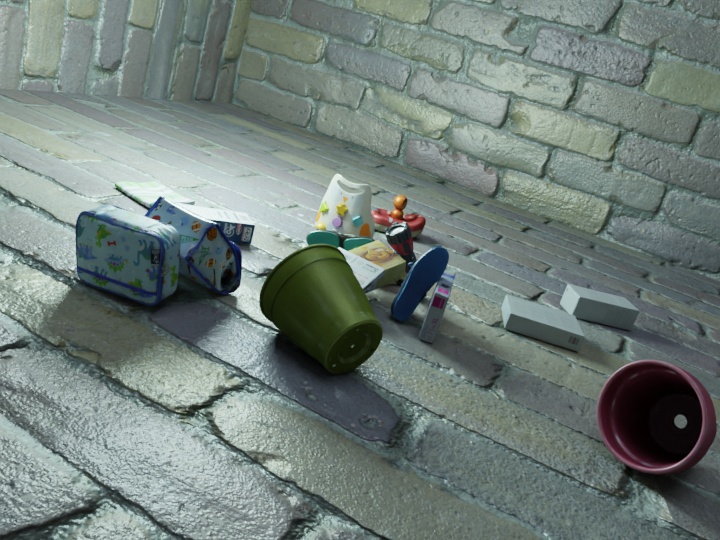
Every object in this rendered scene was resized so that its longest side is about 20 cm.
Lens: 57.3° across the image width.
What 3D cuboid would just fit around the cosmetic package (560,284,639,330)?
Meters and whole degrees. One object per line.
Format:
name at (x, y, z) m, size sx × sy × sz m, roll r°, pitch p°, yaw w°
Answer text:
cosmetic package at (0.721, 0.111, 1.993) m, size 0.199 × 0.072 × 0.102 m, roll 14°, pitch 19°, yaw -9°

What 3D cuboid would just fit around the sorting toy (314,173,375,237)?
sorting toy at (-0.046, -0.198, 2.050) m, size 0.199 × 0.181 × 0.107 m, roll 21°, pitch 19°, yaw 15°

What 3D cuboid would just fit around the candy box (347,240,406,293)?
candy box at (0.000, 0.000, 1.621) m, size 0.199 × 0.056 × 0.115 m, roll -22°, pitch 43°, yaw -32°

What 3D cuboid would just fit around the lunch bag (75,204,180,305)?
lunch bag at (-0.446, -0.027, 1.265) m, size 0.199 × 0.161 × 0.082 m, roll 19°, pitch 24°, yaw 13°

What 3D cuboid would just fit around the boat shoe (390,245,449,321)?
boat shoe at (0.128, 0.022, 1.551) m, size 0.084 × 0.200 × 0.069 m, roll 39°, pitch 4°, yaw -12°

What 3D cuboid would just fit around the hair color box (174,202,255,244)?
hair color box at (-0.388, -0.121, 1.730) m, size 0.199 × 0.061 × 0.100 m, roll 6°, pitch 22°, yaw -27°

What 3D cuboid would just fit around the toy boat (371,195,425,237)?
toy boat at (0.130, -0.195, 2.266) m, size 0.199 × 0.131 × 0.131 m, roll 14°, pitch 19°, yaw -8°

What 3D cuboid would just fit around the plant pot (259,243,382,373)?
plant pot at (-0.060, 0.086, 1.258) m, size 0.200 × 0.201 × 0.193 m, roll -1°, pitch 37°, yaw -42°

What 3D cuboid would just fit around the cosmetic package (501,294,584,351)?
cosmetic package at (0.479, 0.136, 1.750) m, size 0.199 × 0.052 × 0.151 m, roll 18°, pitch 21°, yaw 4°

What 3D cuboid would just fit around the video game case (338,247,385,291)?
video game case at (-0.058, 0.027, 1.519) m, size 0.143 × 0.018 × 0.200 m, roll 26°, pitch 47°, yaw 29°

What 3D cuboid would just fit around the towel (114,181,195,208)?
towel at (-0.586, -0.218, 1.885) m, size 0.200 × 0.031 × 0.149 m, roll 29°, pitch 21°, yaw 32°

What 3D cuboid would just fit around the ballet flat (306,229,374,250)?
ballet flat at (-0.054, -0.073, 1.869) m, size 0.199 × 0.068 × 0.068 m, roll 9°, pitch 1°, yaw 3°

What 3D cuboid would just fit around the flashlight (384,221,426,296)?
flashlight at (0.121, -0.026, 1.697) m, size 0.068 × 0.201 × 0.068 m, roll -2°, pitch 36°, yaw 30°

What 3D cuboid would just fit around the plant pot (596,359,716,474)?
plant pot at (0.573, 0.281, 1.237) m, size 0.179 × 0.201 × 0.200 m, roll 21°, pitch 11°, yaw -43°

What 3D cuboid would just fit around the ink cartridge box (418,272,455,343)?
ink cartridge box at (0.182, 0.079, 1.552) m, size 0.042 × 0.120 × 0.200 m, roll 20°, pitch 19°, yaw 8°

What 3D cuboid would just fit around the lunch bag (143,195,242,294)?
lunch bag at (-0.350, -0.043, 1.393) m, size 0.170 × 0.124 × 0.200 m, roll 26°, pitch -22°, yaw 27°

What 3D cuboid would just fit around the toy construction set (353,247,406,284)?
toy construction set at (0.063, -0.019, 1.796) m, size 0.199 × 0.093 × 0.131 m, roll -11°, pitch 31°, yaw -34°
